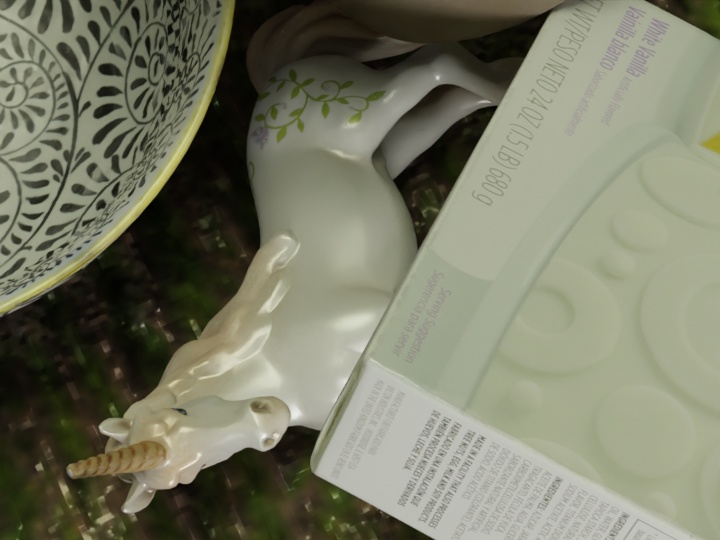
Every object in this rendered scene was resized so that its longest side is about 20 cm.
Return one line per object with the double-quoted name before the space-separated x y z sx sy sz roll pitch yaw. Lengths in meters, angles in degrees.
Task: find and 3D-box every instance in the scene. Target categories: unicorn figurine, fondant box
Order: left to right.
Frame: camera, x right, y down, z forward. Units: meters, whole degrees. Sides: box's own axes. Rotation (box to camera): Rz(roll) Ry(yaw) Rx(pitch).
"unicorn figurine" 0.000 0.000 0.805 0.136 0.074 0.201 -5 44 5
"fondant box" 0.108 0.031 0.727 0.199 0.058 0.145 28 53 1

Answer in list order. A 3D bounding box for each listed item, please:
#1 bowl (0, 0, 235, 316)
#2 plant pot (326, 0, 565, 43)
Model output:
"bowl" -0.126 -0.057 0.826 0.199 0.094 0.202 -2 68 5
"plant pot" 0.001 -0.156 0.731 0.199 0.174 0.201 -26 37 21
